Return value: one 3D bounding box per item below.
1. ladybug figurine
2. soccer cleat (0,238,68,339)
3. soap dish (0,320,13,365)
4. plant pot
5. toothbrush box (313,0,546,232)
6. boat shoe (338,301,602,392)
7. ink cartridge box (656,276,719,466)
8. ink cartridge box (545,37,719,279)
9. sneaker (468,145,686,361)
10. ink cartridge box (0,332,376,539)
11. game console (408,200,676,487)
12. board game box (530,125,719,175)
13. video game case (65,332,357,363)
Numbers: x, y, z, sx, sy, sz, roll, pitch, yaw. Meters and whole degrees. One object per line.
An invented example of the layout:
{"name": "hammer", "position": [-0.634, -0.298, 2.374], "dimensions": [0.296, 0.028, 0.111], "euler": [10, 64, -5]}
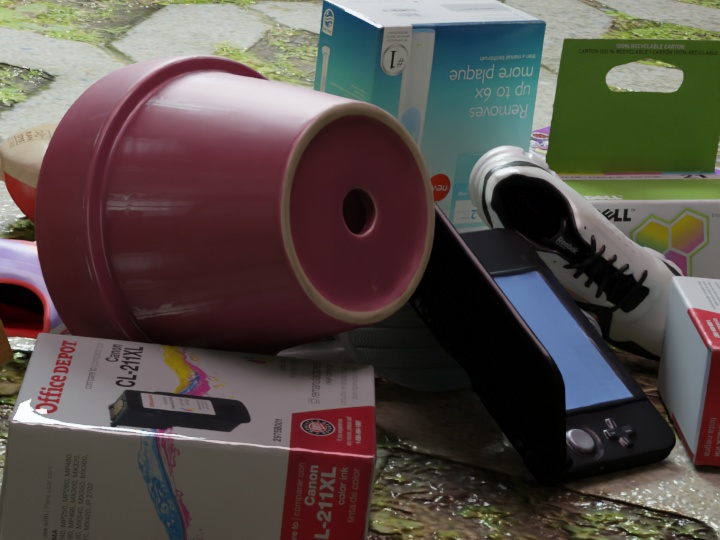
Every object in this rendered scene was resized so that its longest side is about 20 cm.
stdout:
{"name": "ladybug figurine", "position": [-0.176, -0.064, 1.937], "dimensions": [0.199, 0.072, 0.136], "euler": [3, 19, -14]}
{"name": "soccer cleat", "position": [-0.273, 0.003, 1.679], "dimensions": [0.199, 0.067, 0.077], "euler": [12, 27, 9]}
{"name": "soap dish", "position": [-0.325, 0.039, 1.544], "dimensions": [0.157, 0.082, 0.200], "euler": [21, 26, 24]}
{"name": "plant pot", "position": [-0.062, -0.032, 1.538], "dimensions": [0.199, 0.201, 0.178], "euler": [-12, 8, -44]}
{"name": "toothbrush box", "position": [0.043, -0.094, 1.903], "dimensions": [0.146, 0.201, 0.085], "euler": [-4, 22, -31]}
{"name": "boat shoe", "position": [0.063, 0.041, 1.729], "dimensions": [0.199, 0.074, 0.067], "euler": [10, 10, -31]}
{"name": "ink cartridge box", "position": [0.304, 0.070, 1.688], "dimensions": [0.199, 0.084, 0.144], "euler": [4, 18, -5]}
{"name": "ink cartridge box", "position": [0.206, -0.058, 1.851], "dimensions": [0.147, 0.201, 0.076], "euler": [-1, 20, -21]}
{"name": "sneaker", "position": [0.153, -0.003, 1.761], "dimensions": [0.200, 0.074, 0.080], "euler": [37, 6, -4]}
{"name": "ink cartridge box", "position": [-0.094, 0.104, 1.450], "dimensions": [0.199, 0.083, 0.146], "euler": [6, 19, -3]}
{"name": "game console", "position": [0.105, 0.020, 1.602], "dimensions": [0.175, 0.117, 0.200], "euler": [-7, 51, -40]}
{"name": "board game box", "position": [0.218, -0.080, 2.197], "dimensions": [0.199, 0.032, 0.120], "euler": [18, 17, 30]}
{"name": "video game case", "position": [-0.126, 0.032, 1.753], "dimensions": [0.181, 0.023, 0.200], "euler": [-4, 22, -29]}
